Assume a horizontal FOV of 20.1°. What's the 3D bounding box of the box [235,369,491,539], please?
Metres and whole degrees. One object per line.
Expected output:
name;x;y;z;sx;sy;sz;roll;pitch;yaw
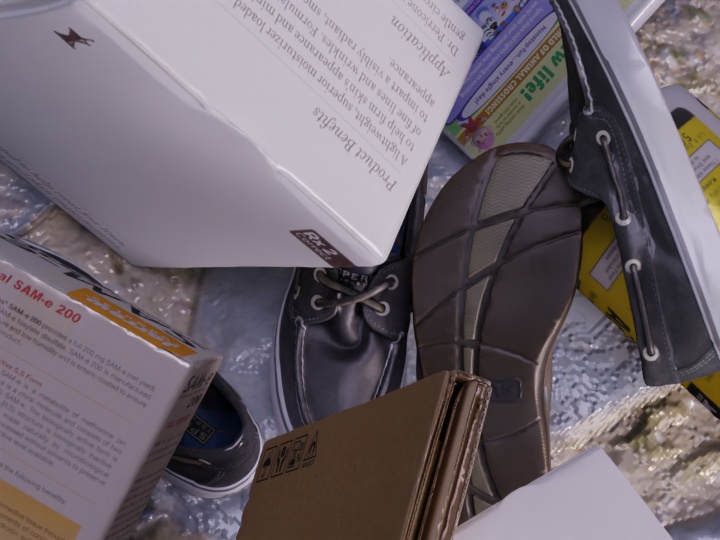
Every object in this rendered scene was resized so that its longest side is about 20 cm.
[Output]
box;-0.019;0.133;0.810;0.021;0.200;0.164;22;70;-18

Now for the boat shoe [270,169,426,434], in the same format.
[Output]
boat shoe;0.000;0.000;0.999;0.069;0.066;0.201;13;69;2

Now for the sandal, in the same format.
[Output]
sandal;0.068;0.037;0.981;0.081;0.055;0.201;1;100;10

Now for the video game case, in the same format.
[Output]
video game case;0.074;-0.181;1.064;0.182;0.022;0.200;44;97;12

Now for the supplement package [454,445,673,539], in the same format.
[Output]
supplement package;0.049;0.190;0.850;0.121;0.200;0.120;-23;69;-44

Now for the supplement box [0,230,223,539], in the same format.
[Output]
supplement box;-0.166;0.097;0.918;0.126;0.074;0.201;29;94;7

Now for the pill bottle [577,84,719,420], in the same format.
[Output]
pill bottle;0.191;0.013;0.992;0.200;0.111;0.111;43;72;13

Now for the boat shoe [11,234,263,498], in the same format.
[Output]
boat shoe;-0.132;0.038;0.983;0.200;0.066;0.070;38;70;10

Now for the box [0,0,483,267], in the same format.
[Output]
box;-0.089;-0.107;0.932;0.199;0.199;0.131;40;64;-35

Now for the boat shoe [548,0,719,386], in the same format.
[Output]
boat shoe;0.121;-0.044;0.921;0.056;0.069;0.201;-22;83;9
